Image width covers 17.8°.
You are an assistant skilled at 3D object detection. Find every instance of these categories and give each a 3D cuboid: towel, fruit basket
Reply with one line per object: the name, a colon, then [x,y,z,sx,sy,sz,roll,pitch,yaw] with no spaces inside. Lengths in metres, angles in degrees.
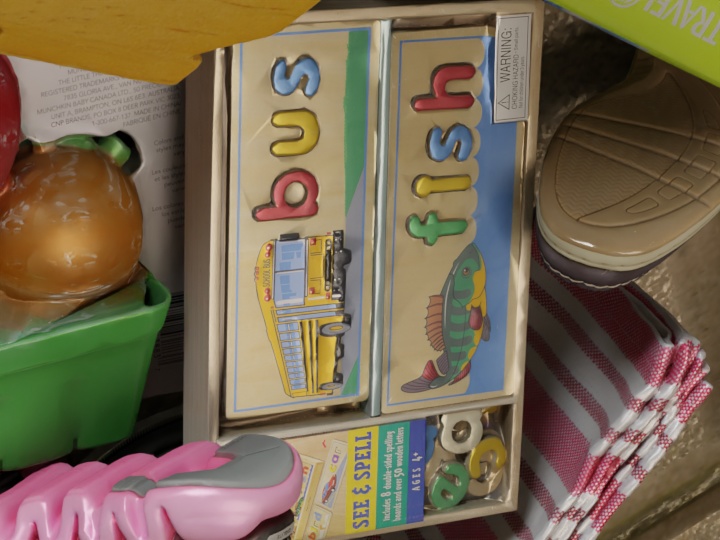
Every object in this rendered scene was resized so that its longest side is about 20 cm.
towel: [0.045,0.080,0.931,0.030,0.146,0.200,35,96,-31]
fruit basket: [-0.143,-0.028,0.791,0.184,0.094,0.201,-16,115,-25]

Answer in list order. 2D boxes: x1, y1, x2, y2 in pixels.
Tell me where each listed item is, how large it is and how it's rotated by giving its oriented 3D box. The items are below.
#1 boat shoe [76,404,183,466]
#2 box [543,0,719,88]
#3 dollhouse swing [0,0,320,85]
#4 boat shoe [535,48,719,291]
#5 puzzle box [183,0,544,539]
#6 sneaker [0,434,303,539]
boat shoe: [-0.051,0.091,0.901,0.199,0.062,0.073,-33,126,-31]
box: [0.055,-0.132,0.817,0.199,0.122,0.048,20,107,-40]
dollhouse swing: [-0.068,-0.189,0.677,0.200,0.177,0.181,-35,157,30]
boat shoe: [0.115,-0.040,0.898,0.200,0.071,0.065,-57,164,-53]
puzzle box: [0.000,0.000,0.830,0.132,0.025,0.202,-7,108,-25]
sneaker: [-0.099,0.116,0.808,0.079,0.199,0.096,-30,108,-52]
